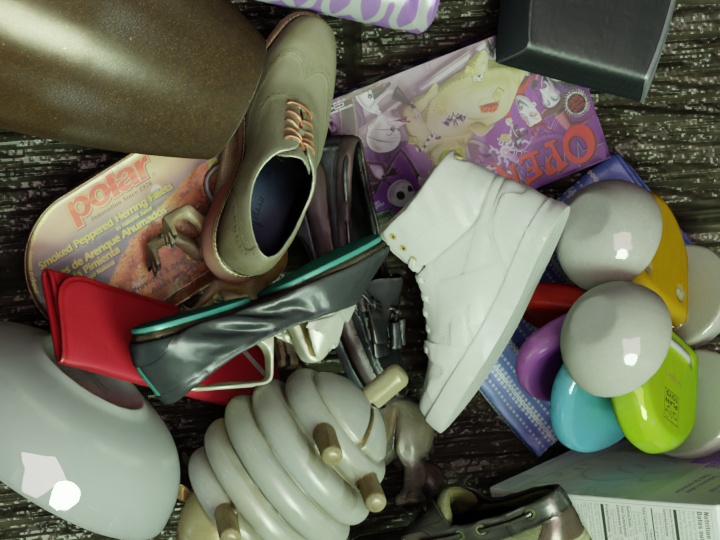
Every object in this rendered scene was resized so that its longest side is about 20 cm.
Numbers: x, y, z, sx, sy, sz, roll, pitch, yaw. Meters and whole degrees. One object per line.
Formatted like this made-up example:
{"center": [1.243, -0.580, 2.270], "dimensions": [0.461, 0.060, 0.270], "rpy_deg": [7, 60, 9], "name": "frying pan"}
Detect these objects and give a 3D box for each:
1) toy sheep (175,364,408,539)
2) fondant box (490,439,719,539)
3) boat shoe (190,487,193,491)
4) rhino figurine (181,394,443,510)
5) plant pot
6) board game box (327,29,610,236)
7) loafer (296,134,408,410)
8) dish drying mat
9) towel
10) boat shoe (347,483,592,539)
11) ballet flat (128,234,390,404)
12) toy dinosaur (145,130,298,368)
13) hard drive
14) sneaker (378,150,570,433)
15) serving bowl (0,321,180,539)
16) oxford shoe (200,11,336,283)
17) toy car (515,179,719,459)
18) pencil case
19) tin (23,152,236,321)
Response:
{"center": [-0.045, 0.135, 1.426], "dimensions": [0.199, 0.138, 0.138], "rpy_deg": [-35, 104, 5], "name": "toy sheep"}
{"center": [0.215, 0.169, 1.498], "dimensions": [0.144, 0.199, 0.059], "rpy_deg": [-17, 103, -47], "name": "fondant box"}
{"center": [-0.054, 0.232, 1.528], "dimensions": [0.199, 0.074, 0.067], "rpy_deg": [35, 101, -9], "name": "boat shoe"}
{"center": [-0.033, 0.134, 1.526], "dimensions": [0.198, 0.060, 0.088], "rpy_deg": [-1, 76, -13], "name": "rhino figurine"}
{"center": [-0.171, -0.156, 1.399], "dimensions": [0.199, 0.187, 0.188], "rpy_deg": [25, 91, -18], "name": "plant pot"}
{"center": [0.077, -0.104, 1.544], "dimensions": [0.199, 0.032, 0.121], "rpy_deg": [-23, 105, -10], "name": "board game box"}
{"center": [0.000, 0.000, 1.493], "dimensions": [0.063, 0.072, 0.202], "rpy_deg": [-19, 93, 18], "name": "loafer"}
{"center": [-0.134, 0.052, 1.449], "dimensions": [0.199, 0.077, 0.018], "rpy_deg": [19, 135, -42], "name": "dish drying mat"}
{"center": [0.165, 0.026, 1.582], "dimensions": [0.200, 0.024, 0.145], "rpy_deg": [-41, 103, -6], "name": "towel"}
{"center": [0.071, 0.184, 1.480], "dimensions": [0.199, 0.073, 0.065], "rpy_deg": [-10, 101, 30], "name": "boat shoe"}
{"center": [-0.061, 0.039, 1.413], "dimensions": [0.199, 0.073, 0.074], "rpy_deg": [-22, 102, -22], "name": "ballet flat"}
{"center": [-0.098, -0.024, 1.469], "dimensions": [0.100, 0.058, 0.202], "rpy_deg": [-11, 90, -29], "name": "toy dinosaur"}
{"center": [0.178, -0.236, 1.527], "dimensions": [0.134, 0.042, 0.202], "rpy_deg": [14, 82, -15], "name": "hard drive"}
{"center": [0.059, 0.010, 1.475], "dimensions": [0.115, 0.074, 0.201], "rpy_deg": [30, 118, 11], "name": "sneaker"}
{"center": [-0.199, 0.094, 1.406], "dimensions": [0.199, 0.200, 0.066], "rpy_deg": [32, 101, -15], "name": "serving bowl"}
{"center": [-0.047, -0.088, 1.429], "dimensions": [0.070, 0.074, 0.202], "rpy_deg": [21, 74, -27], "name": "oxford shoe"}
{"center": [0.180, 0.045, 1.499], "dimensions": [0.175, 0.149, 0.202], "rpy_deg": [36, 43, -45], "name": "toy car"}
{"center": [-0.032, -0.225, 1.471], "dimensions": [0.198, 0.084, 0.086], "rpy_deg": [9, 99, -14], "name": "pencil case"}
{"center": [-0.150, -0.032, 1.492], "dimensions": [0.199, 0.042, 0.113], "rpy_deg": [-32, 107, -8], "name": "tin"}
